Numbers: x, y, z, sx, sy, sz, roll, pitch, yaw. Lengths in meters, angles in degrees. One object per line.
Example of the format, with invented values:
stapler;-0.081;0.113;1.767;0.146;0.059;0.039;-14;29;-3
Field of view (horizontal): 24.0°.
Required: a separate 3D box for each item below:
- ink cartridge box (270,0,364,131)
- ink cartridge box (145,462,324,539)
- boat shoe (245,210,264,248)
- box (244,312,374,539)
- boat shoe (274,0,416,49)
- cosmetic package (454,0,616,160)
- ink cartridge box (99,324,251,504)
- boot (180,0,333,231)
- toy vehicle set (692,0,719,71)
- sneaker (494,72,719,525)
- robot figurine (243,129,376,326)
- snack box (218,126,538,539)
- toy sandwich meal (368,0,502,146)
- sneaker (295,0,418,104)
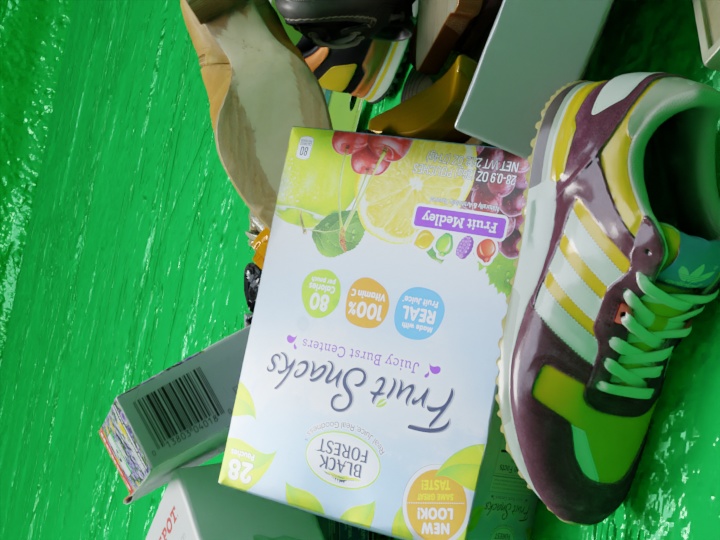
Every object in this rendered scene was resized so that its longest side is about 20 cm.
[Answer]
ink cartridge box;-0.048;-0.174;1.332;0.200;0.075;0.149;-141;65;-71
ink cartridge box;-0.065;0.233;1.011;0.201;0.083;0.145;67;147;34
boat shoe;-0.054;-0.040;1.267;0.200;0.064;0.073;123;153;-58
box;-0.036;0.116;1.107;0.200;0.039;0.138;-141;49;-69
boat shoe;0.001;-0.163;1.077;0.200;0.066;0.058;-39;-52;-67
cosmetic package;0.112;-0.168;0.817;0.151;0.051;0.201;-63;-6;-66
ink cartridge box;-0.103;0.090;1.048;0.051;0.108;0.200;61;162;5
boot;-0.054;-0.102;1.040;0.144;0.070;0.203;46;-160;-77
toy vehicle set;0.198;-0.189;0.701;0.200;0.026;0.125;126;151;-49
sneaker;0.115;0.014;0.737;0.090;0.074;0.202;3;91;55
robot figurine;0.000;0.000;1.015;0.146;0.058;0.200;-59;35;8
snack box;0.024;0.034;0.885;0.168;0.067;0.202;9;87;38
toy sandwich meal;0.058;-0.159;1.023;0.205;0.070;0.207;-167;90;-72
sneaker;0.004;-0.223;1.191;0.070;0.089;0.202;-134;59;-68
